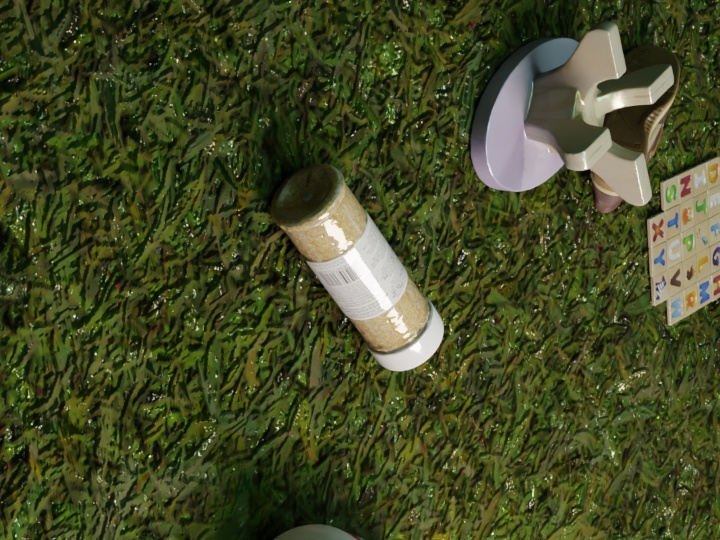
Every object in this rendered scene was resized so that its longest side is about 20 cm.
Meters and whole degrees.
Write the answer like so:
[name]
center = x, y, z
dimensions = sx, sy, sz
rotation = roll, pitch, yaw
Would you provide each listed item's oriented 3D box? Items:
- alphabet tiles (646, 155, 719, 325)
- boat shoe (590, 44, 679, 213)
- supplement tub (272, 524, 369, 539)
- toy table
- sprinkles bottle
[alphabet tiles]
center = 0.381, -0.035, 1.904
dimensions = 0.199, 0.006, 0.168
rotation = -23, 112, -47
[boat shoe]
center = 0.279, -0.146, 1.727
dimensions = 0.072, 0.072, 0.201
rotation = 93, 15, -57
[supplement tub]
center = 0.005, 0.298, 1.386
dimensions = 0.200, 0.140, 0.142
rotation = 29, 73, -49
[toy table]
center = 0.206, -0.147, 1.587
dimensions = 0.200, 0.116, 0.185
rotation = -53, 133, -33
[sprinkles bottle]
center = 0.000, 0.000, 1.391
dimensions = 0.069, 0.068, 0.200
rotation = -59, 135, -26
